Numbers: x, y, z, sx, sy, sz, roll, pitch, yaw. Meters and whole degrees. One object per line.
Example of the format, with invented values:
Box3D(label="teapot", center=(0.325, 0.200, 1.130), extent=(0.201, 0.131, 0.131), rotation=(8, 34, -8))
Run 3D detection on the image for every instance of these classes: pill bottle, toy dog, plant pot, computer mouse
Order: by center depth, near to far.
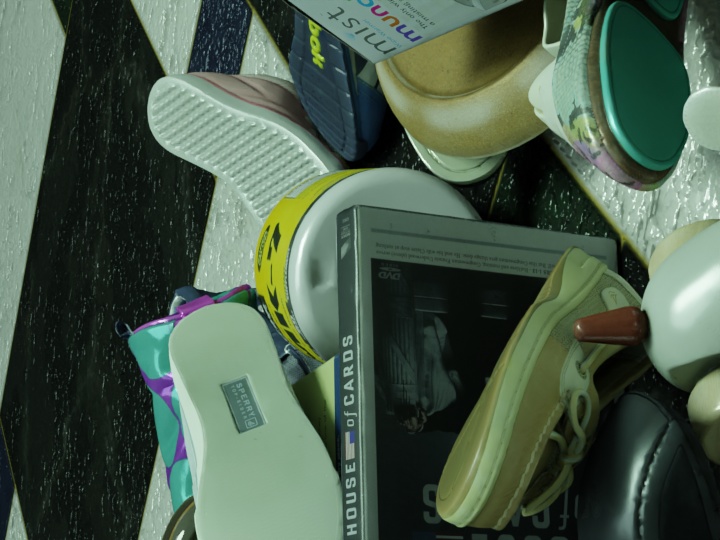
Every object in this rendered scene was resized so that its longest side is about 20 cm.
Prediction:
Box3D(label="computer mouse", center=(0.133, 0.153, 0.775), extent=(0.140, 0.046, 0.202), rotation=(-157, 51, -67))
Box3D(label="toy dog", center=(0.149, -0.016, 0.777), extent=(0.132, 0.095, 0.202), rotation=(-120, 39, -56))
Box3D(label="plant pot", center=(0.069, -0.157, 1.017), extent=(0.199, 0.027, 0.202), rotation=(-25, 57, 44))
Box3D(label="pill bottle", center=(0.000, 0.000, 1.133), extent=(0.200, 0.113, 0.116), rotation=(-171, 86, -79))

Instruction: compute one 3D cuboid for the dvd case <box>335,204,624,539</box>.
Box3D(label="dvd case", center=(0.059, 0.077, 0.925), extent=(0.025, 0.149, 0.202), rotation=(-25, 63, 57))

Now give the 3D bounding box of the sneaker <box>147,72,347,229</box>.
Box3D(label="sneaker", center=(-0.046, -0.080, 1.368), extent=(0.200, 0.104, 0.076), rotation=(36, 118, 32))

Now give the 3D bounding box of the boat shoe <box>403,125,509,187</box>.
Box3D(label="boat shoe", center=(0.050, -0.122, 1.115), extent=(0.066, 0.074, 0.201), rotation=(66, -173, -59))

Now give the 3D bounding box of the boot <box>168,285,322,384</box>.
Box3D(label="boot", center=(-0.068, 0.068, 1.349), extent=(0.200, 0.089, 0.073), rotation=(-132, 50, -63))

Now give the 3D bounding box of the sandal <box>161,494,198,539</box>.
Box3D(label="sandal", center=(-0.068, 0.211, 0.992), extent=(0.054, 0.081, 0.202), rotation=(1, 80, 46))

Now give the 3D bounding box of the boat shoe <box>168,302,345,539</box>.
Box3D(label="boat shoe", center=(-0.046, 0.103, 0.958), extent=(0.202, 0.069, 0.072), rotation=(-110, 5, -47))

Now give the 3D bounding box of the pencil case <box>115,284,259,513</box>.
Box3D(label="pencil case", center=(-0.077, 0.115, 1.161), extent=(0.092, 0.084, 0.202), rotation=(67, -172, -80))

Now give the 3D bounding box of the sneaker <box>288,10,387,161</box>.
Box3D(label="sneaker", center=(0.003, -0.152, 1.245), extent=(0.074, 0.082, 0.201), rotation=(43, 150, 31))

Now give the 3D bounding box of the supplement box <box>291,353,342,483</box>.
Box3D(label="supplement box", center=(0.022, 0.161, 1.028), extent=(0.200, 0.133, 0.202), rotation=(143, 128, -63))

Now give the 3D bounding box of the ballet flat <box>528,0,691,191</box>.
Box3D(label="ballet flat", center=(0.109, -0.102, 0.879), extent=(0.071, 0.069, 0.201), rotation=(-25, 39, 37))

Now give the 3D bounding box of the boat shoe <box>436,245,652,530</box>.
Box3D(label="boat shoe", center=(0.086, 0.053, 0.841), extent=(0.074, 0.063, 0.201), rotation=(-63, -6, 25))

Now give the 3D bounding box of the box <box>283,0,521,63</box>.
Box3D(label="box", center=(0.056, -0.220, 0.931), extent=(0.176, 0.096, 0.202), rotation=(-15, 49, 51))
